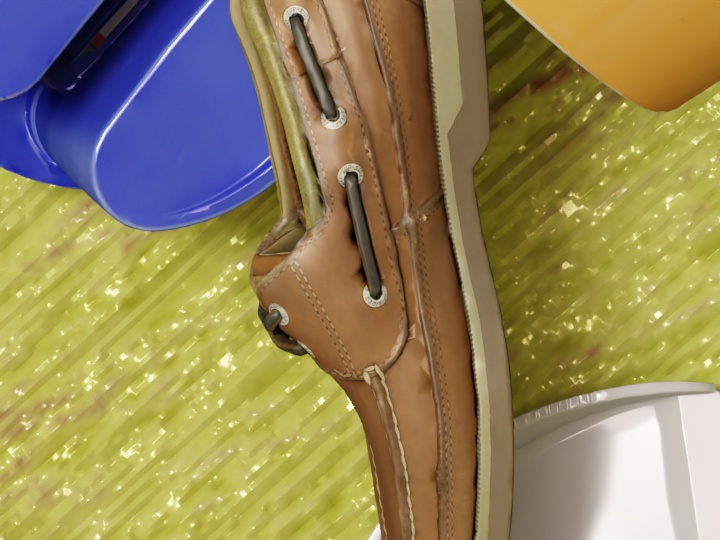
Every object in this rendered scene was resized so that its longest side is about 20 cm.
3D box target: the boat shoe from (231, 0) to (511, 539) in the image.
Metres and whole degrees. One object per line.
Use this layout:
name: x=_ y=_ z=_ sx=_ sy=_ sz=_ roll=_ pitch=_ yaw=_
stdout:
boat shoe: x=0.000 y=0.000 z=0.815 sx=0.068 sy=0.072 sz=0.200 roll=-7 pitch=93 yaw=-14

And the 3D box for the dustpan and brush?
dustpan and brush: x=0.023 y=0.114 z=0.869 sx=0.200 sy=0.057 sz=0.140 roll=-9 pitch=85 yaw=12

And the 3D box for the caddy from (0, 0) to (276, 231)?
caddy: x=-0.055 y=-0.109 z=0.872 sx=0.141 sy=0.105 sz=0.200 roll=39 pitch=96 yaw=-23

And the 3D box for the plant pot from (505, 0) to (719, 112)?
plant pot: x=0.099 y=-0.147 z=0.742 sx=0.200 sy=0.200 sz=0.183 roll=46 pitch=103 yaw=11
